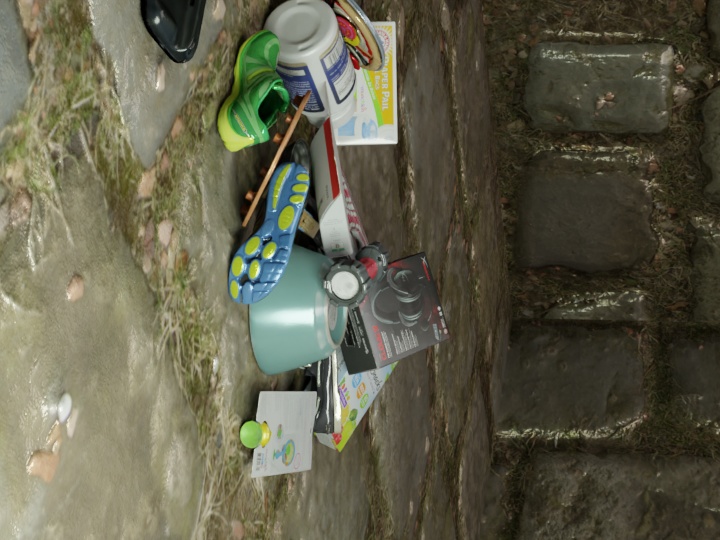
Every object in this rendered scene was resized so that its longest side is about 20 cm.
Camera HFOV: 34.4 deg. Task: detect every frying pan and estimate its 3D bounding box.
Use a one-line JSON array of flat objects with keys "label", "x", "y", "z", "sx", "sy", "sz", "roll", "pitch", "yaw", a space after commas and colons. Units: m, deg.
[{"label": "frying pan", "x": -0.089, "y": -0.139, "z": 1.793, "sx": 0.190, "sy": 0.030, "sz": 0.117, "roll": 17, "pitch": 77, "yaw": -77}]

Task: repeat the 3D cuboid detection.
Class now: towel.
[{"label": "towel", "x": -0.025, "y": -0.109, "z": 1.910, "sx": 0.147, "sy": 0.030, "sz": 0.202, "roll": 64, "pitch": 6, "yaw": -62}]

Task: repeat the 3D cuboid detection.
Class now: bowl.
[{"label": "bowl", "x": -0.081, "y": 0.053, "z": 1.696, "sx": 0.201, "sy": 0.103, "sz": 0.204, "roll": 0, "pitch": 90, "yaw": -76}]

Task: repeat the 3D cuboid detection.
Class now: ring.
[{"label": "ring", "x": -0.117, "y": -0.152, "z": 1.551, "sx": 0.202, "sy": 0.019, "sz": 0.201, "roll": -62, "pitch": -174, "yaw": 12}]

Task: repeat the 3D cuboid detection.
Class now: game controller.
[{"label": "game controller", "x": -0.208, "y": -0.344, "z": 1.338, "sx": 0.104, "sy": 0.042, "sz": 0.203, "roll": 39, "pitch": 51, "yaw": -53}]

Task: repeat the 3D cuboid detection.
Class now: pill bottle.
[{"label": "pill bottle", "x": -0.067, "y": -0.298, "z": 1.721, "sx": 0.201, "sy": 0.109, "sz": 0.113, "roll": 66, "pitch": 29, "yaw": -59}]

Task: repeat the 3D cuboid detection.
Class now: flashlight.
[{"label": "flashlight", "x": 0.000, "y": 0.000, "z": 1.678, "sx": 0.068, "sy": 0.067, "sz": 0.200, "roll": 59, "pitch": 19, "yaw": -5}]

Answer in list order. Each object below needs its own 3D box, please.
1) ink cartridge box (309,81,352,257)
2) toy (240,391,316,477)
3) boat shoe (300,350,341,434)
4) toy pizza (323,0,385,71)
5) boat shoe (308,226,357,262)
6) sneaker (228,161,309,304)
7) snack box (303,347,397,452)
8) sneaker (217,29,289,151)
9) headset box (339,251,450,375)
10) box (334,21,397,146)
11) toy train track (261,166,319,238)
[{"label": "ink cartridge box", "x": -0.051, "y": -0.144, "z": 1.692, "sx": 0.201, "sy": 0.049, "sz": 0.162, "roll": 78, "pitch": 3, "yaw": -50}, {"label": "toy", "x": -0.121, "y": 0.230, "z": 1.664, "sx": 0.200, "sy": 0.047, "sz": 0.117, "roll": 17, "pitch": 77, "yaw": -71}, {"label": "boat shoe", "x": -0.065, "y": 0.152, "z": 1.791, "sx": 0.073, "sy": 0.062, "sz": 0.203, "roll": 110, "pitch": -25, "yaw": -86}, {"label": "toy pizza", "x": -0.041, "y": -0.370, "z": 1.741, "sx": 0.032, "sy": 0.200, "sz": 0.201, "roll": -45, "pitch": 152, "yaw": -10}, {"label": "boat shoe", "x": -0.043, "y": -0.029, "z": 1.873, "sx": 0.074, "sy": 0.068, "sz": 0.200, "roll": 59, "pitch": -4, "yaw": 15}, {"label": "sneaker", "x": -0.116, "y": -0.045, "z": 1.560, "sx": 0.083, "sy": 0.070, "sz": 0.202, "roll": 88, "pitch": 23, "yaw": -78}, {"label": "snack box", "x": -0.015, "y": 0.178, "z": 1.921, "sx": 0.201, "sy": 0.052, "sz": 0.143, "roll": -55, "pitch": 151, "yaw": -25}, {"label": "sneaker", "x": -0.129, "y": -0.235, "z": 1.537, "sx": 0.074, "sy": 0.082, "sz": 0.202, "roll": 71, "pitch": 24, "yaw": -51}, {"label": "headset box", "x": 0.036, "y": 0.069, "z": 1.844, "sx": 0.199, "sy": 0.077, "sz": 0.151, "roll": -17, "pitch": 91, "yaw": -44}, {"label": "box", "x": 0.004, "y": -0.312, "z": 1.947, "sx": 0.101, "sy": 0.111, "sz": 0.203, "roll": -114, "pitch": -158, "yaw": -82}, {"label": "toy train track", "x": -0.106, "y": -0.090, "z": 1.691, "sx": 0.116, "sy": 0.032, "sz": 0.200, "roll": -59, "pitch": 159, "yaw": -4}]
